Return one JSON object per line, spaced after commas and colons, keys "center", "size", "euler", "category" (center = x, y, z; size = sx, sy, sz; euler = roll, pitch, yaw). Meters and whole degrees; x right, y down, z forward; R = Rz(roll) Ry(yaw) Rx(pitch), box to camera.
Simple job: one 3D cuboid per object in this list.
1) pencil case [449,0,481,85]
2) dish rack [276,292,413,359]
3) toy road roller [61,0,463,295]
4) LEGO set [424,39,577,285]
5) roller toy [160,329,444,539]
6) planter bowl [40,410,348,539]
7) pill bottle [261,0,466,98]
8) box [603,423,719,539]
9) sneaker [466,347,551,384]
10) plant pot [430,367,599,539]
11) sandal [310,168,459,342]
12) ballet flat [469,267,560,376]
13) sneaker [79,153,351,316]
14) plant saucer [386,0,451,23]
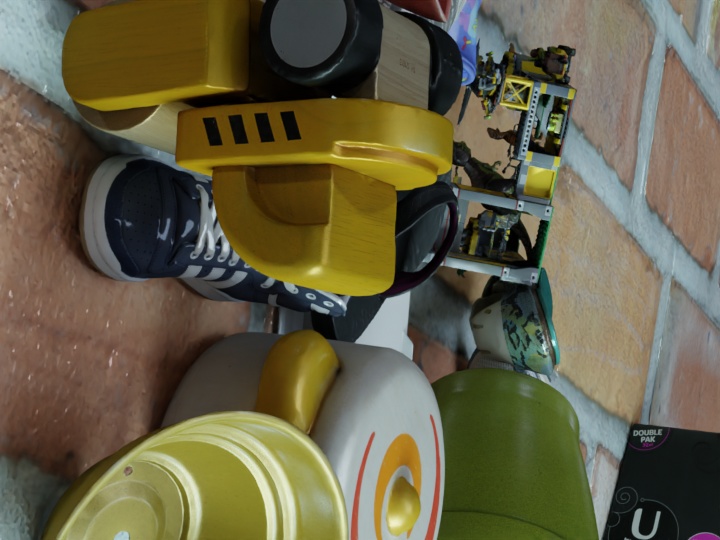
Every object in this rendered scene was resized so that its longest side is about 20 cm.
{"center": [0.062, -0.224, 1.335], "size": [0.087, 0.077, 0.202], "euler": [48, 52, -61], "category": "pencil case"}
{"center": [0.000, 0.000, 1.288], "size": [0.171, 0.043, 0.203], "euler": [0, 96, -66], "category": "dish rack"}
{"center": [-0.049, -0.063, 0.952], "size": [0.123, 0.198, 0.148], "euler": [16, 75, -60], "category": "toy road roller"}
{"center": [0.082, -0.082, 1.415], "size": [0.154, 0.114, 0.202], "euler": [-102, -156, -70], "category": "LEGO set"}
{"center": [-0.029, 0.131, 1.131], "size": [0.182, 0.138, 0.203], "euler": [-5, 100, -66], "category": "roller toy"}
{"center": [-0.107, 0.155, 0.991], "size": [0.199, 0.083, 0.203], "euler": [-16, 117, -35], "category": "planter bowl"}
{"center": [-0.010, -0.148, 1.143], "size": [0.201, 0.115, 0.117], "euler": [-60, 147, -41], "category": "pill bottle"}
{"center": [0.348, 0.285, 2.012], "size": [0.125, 0.147, 0.202], "euler": [60, 43, -51], "category": "box"}
{"center": [0.109, 0.155, 1.532], "size": [0.086, 0.077, 0.203], "euler": [-23, 116, -60], "category": "sneaker"}
{"center": [0.092, 0.184, 1.386], "size": [0.201, 0.198, 0.194], "euler": [70, 23, -44], "category": "plant pot"}
{"center": [0.029, -0.015, 1.239], "size": [0.201, 0.047, 0.076], "euler": [-55, 143, -46], "category": "sandal"}
{"center": [0.117, 0.042, 1.447], "size": [0.200, 0.073, 0.075], "euler": [-59, 152, -81], "category": "ballet flat"}
{"center": [-0.067, -0.018, 1.048], "size": [0.200, 0.107, 0.071], "euler": [23, 74, -65], "category": "sneaker"}
{"center": [0.002, -0.247, 1.023], "size": [0.200, 0.036, 0.202], "euler": [-77, 146, -65], "category": "plant saucer"}
